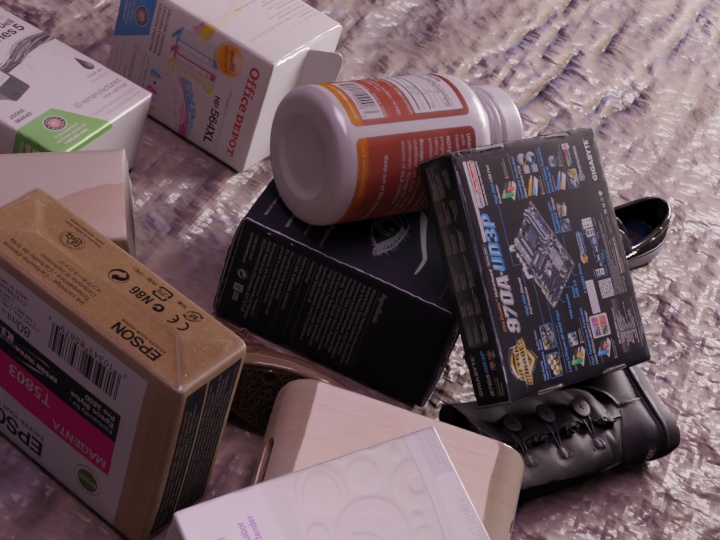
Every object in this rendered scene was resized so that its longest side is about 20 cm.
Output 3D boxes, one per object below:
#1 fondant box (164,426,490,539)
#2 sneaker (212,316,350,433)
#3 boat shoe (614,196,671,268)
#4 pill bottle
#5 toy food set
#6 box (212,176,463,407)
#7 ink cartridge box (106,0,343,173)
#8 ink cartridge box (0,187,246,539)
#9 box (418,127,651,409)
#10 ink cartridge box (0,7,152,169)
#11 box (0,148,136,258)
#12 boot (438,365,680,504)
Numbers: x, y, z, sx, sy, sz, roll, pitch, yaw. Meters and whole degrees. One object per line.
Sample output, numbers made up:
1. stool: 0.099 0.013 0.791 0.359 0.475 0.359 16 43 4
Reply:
1. fondant box: -0.011 0.204 0.994 0.198 0.058 0.145 -16 64 -24
2. sneaker: -0.096 0.069 1.167 0.198 0.071 0.076 17 35 -7
3. boat shoe: 0.237 -0.028 1.458 0.199 0.067 0.070 -16 50 -40
4. pill bottle: 0.034 -0.103 1.238 0.199 0.113 0.112 -10 46 -36
5. toy food set: 0.016 0.177 1.093 0.198 0.061 0.144 18 57 -2
6. box: 0.000 0.000 1.273 0.199 0.105 0.148 25 36 5
7. ink cartridge box: -0.123 -0.200 1.444 0.199 0.129 0.125 32 38 16
8. ink cartridge box: -0.188 0.067 1.043 0.199 0.166 0.075 34 41 18
9. box: 0.142 -0.005 1.203 0.158 0.046 0.202 -13 88 -35
10. ink cartridge box: -0.308 -0.142 1.316 0.199 0.084 0.146 30 37 11
11. box: -0.272 -0.034 1.134 0.198 0.095 0.078 -4 68 -4
12. boot: 0.145 0.111 1.247 0.199 0.066 0.165 -12 46 -31
